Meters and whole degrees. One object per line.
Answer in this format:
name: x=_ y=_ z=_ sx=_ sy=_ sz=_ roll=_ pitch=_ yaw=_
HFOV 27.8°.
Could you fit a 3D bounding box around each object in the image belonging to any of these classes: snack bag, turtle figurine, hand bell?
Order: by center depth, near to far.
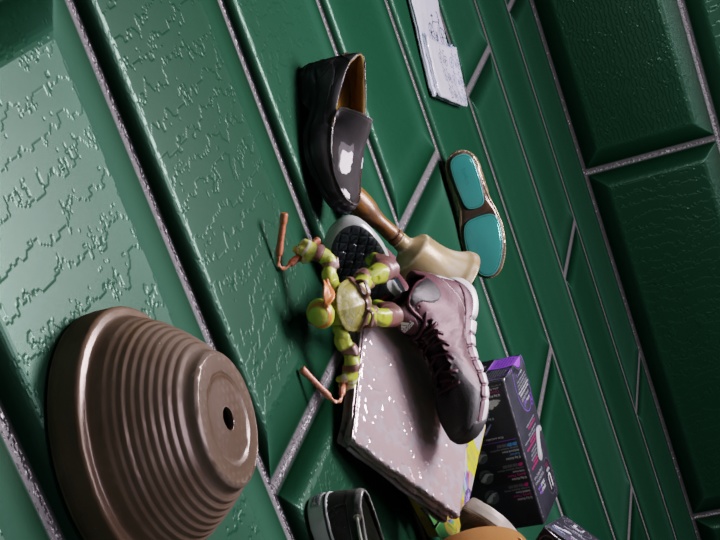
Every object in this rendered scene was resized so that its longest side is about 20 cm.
turtle figurine: x=-0.013 y=0.025 z=1.501 sx=0.161 sy=0.064 sz=0.200 roll=-20 pitch=93 yaw=-58
hand bell: x=0.035 y=-0.043 z=1.709 sx=0.200 sy=0.104 sz=0.104 roll=42 pitch=30 yaw=-18
snack bag: x=0.123 y=-0.365 z=2.347 sx=0.189 sy=0.021 sz=0.200 roll=-1 pitch=77 yaw=-71

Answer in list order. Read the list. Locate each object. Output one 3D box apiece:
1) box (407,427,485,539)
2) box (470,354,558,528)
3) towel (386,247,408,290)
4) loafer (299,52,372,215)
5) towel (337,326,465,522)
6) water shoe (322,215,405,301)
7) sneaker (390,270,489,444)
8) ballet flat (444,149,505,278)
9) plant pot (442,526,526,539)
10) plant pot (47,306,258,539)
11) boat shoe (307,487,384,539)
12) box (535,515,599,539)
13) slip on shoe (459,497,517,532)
box: x=0.096 y=0.223 z=1.724 sx=0.200 sy=0.048 sz=0.117 roll=-73 pitch=146 yaw=-46
box: x=0.177 y=0.227 z=1.901 sx=0.122 sy=0.106 sz=0.200 roll=-35 pitch=110 yaw=-69
towel: x=0.054 y=0.086 z=1.784 sx=0.144 sy=0.023 sz=0.200 roll=42 pitch=39 yaw=-63
loafer: x=-0.021 y=-0.160 z=1.644 sx=0.073 sy=0.072 sz=0.200 roll=23 pitch=51 yaw=-51
towel: x=0.049 y=0.154 z=1.605 sx=0.200 sy=0.032 sz=0.191 roll=41 pitch=40 yaw=-35
water shoe: x=0.000 y=0.000 z=1.641 sx=0.079 sy=0.071 sz=0.200 roll=62 pitch=-1 yaw=45
sneaker: x=0.074 y=0.089 z=1.599 sx=0.115 sy=0.076 sz=0.200 roll=21 pitch=51 yaw=-37
ballet flat: x=0.178 y=-0.087 z=2.227 sx=0.065 sy=0.070 sz=0.200 roll=-59 pitch=137 yaw=-85
plant pot: x=0.139 y=0.371 z=1.568 sx=0.200 sy=0.200 sz=0.140 roll=56 pitch=10 yaw=-46
plant pot: x=-0.136 y=0.118 z=1.063 sx=0.201 sy=0.093 sz=0.201 roll=-14 pitch=90 yaw=-72
boat shoe: x=0.011 y=0.301 z=1.409 sx=0.071 sy=0.064 sz=0.200 roll=-67 pitch=139 yaw=-62
box: x=0.231 y=0.411 z=1.718 sx=0.132 sy=0.200 sz=0.115 roll=33 pitch=10 yaw=17
slip on shoe: x=0.138 y=0.329 z=1.673 sx=0.061 sy=0.076 sz=0.200 roll=-49 pitch=158 yaw=-23
